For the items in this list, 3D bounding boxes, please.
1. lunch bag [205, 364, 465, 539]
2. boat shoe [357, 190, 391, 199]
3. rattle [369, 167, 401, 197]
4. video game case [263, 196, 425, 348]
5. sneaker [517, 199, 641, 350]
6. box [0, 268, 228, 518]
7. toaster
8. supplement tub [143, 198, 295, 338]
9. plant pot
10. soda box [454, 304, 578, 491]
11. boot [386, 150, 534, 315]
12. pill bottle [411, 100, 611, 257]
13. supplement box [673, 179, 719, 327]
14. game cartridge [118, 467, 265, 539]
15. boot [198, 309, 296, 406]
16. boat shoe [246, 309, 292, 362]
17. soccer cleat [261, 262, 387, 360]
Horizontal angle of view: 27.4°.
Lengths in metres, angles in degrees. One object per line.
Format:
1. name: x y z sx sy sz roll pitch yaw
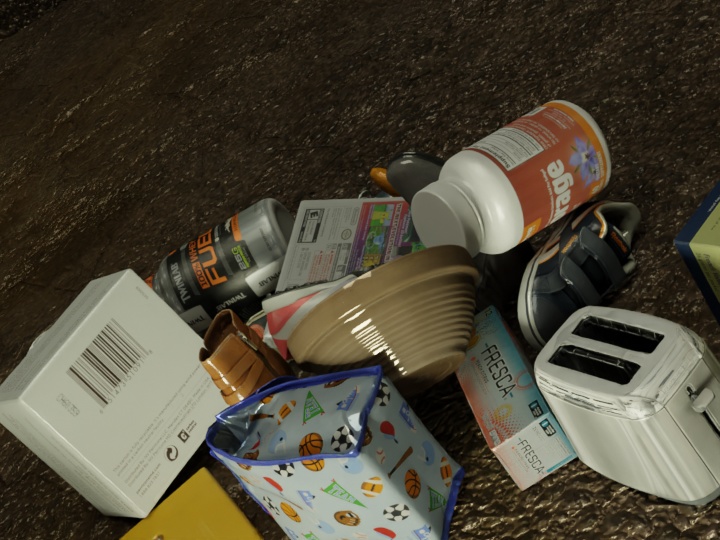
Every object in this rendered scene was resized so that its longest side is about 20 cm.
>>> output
1. lunch bag: -0.028 0.186 1.401 0.199 0.170 0.124 -15 38 34
2. boat shoe: 0.026 -0.059 1.792 0.062 0.075 0.201 15 65 40
3. rattle: 0.129 -0.127 1.719 0.200 0.143 0.130 -37 11 10
4. video game case: 0.000 0.000 1.620 0.181 0.023 0.201 -1 50 19
5. sneaker: 0.225 -0.004 1.501 0.079 0.079 0.200 -14 34 42
6. box: -0.275 0.141 1.666 0.199 0.200 0.131 -52 19 -25
7. toaster: 0.238 0.110 1.278 0.114 0.129 0.200 -46 31 -18
8. supplement tub: -0.165 0.007 1.841 0.199 0.123 0.123 -30 30 11
9. plant pot: 0.037 0.067 1.423 0.200 0.201 0.093 -30 72 10
10. soda box: 0.141 0.119 1.429 0.068 0.064 0.200 -33 31 7
11. boot: 0.091 -0.027 1.559 0.070 0.200 0.132 -44 10 51
12. pill bottle: 0.153 -0.086 1.514 0.199 0.113 0.112 -31 26 -27
13. supplement box: 0.424 -0.035 1.285 0.199 0.134 0.200 10 53 52
14. game cartridge: -0.188 0.311 1.535 0.176 0.032 0.200 -41 33 -8
15. boot: -0.116 0.146 1.561 0.073 0.155 0.200 -29 30 14
16. boat shoe: -0.053 0.041 1.722 0.200 0.071 0.063 -34 44 17
17. soccer cleat: -0.005 0.037 1.524 0.199 0.074 0.068 -15 -2 21
